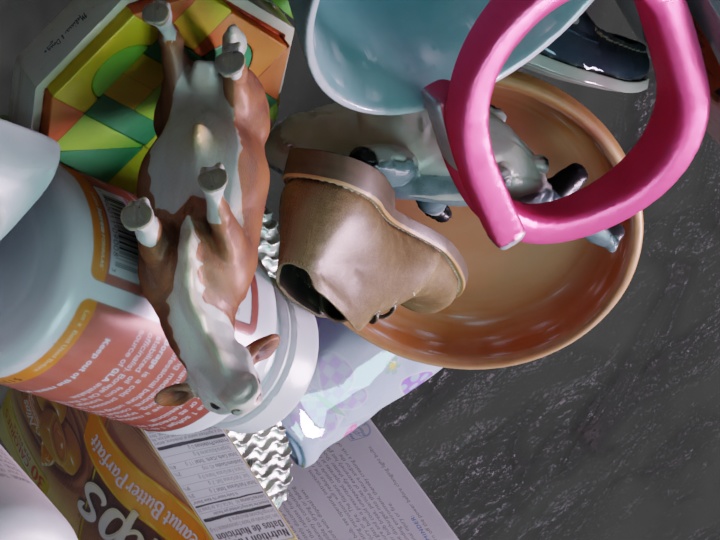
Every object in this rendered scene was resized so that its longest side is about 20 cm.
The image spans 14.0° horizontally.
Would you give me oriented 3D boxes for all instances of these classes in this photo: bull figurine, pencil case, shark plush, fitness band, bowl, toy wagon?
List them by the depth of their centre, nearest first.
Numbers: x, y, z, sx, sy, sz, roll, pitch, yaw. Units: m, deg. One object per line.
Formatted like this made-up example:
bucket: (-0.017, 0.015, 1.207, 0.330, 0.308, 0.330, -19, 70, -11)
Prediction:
bull figurine: (-0.076, -0.030, 1.394, 0.065, 0.200, 0.121, -4, 148, 3)
bowl: (0.033, -0.184, 1.441, 0.201, 0.105, 0.201, -27, 149, -18)
toy wagon: (-0.093, -0.095, 1.498, 0.155, 0.040, 0.200, -44, 150, 11)
fitness band: (0.109, -0.086, 1.499, 0.144, 0.037, 0.200, -32, 142, -6)
shark plush: (0.050, -0.059, 1.597, 0.200, 0.091, 0.083, 8, 143, -25)
pencil case: (0.020, 0.034, 1.752, 0.200, 0.083, 0.091, -35, 137, -6)

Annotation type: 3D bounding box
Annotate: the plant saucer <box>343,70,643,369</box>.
plant saucer: (0.059, -0.034, 1.652, 0.200, 0.037, 0.200, 3, 124, 5)

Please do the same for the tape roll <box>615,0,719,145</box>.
tape roll: (0.193, -0.148, 1.567, 0.066, 0.200, 0.200, -33, 150, -5)

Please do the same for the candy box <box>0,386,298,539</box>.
candy box: (-0.121, 0.115, 1.599, 0.055, 0.200, 0.115, -12, 142, -36)

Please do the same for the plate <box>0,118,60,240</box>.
plate: (-0.248, -0.001, 1.308, 0.200, 0.032, 0.200, -47, 149, 14)

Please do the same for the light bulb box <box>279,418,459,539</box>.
light bulb box: (-0.072, 0.218, 1.871, 0.200, 0.125, 0.198, -16, 144, -34)

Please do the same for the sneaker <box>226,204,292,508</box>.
sneaker: (-0.095, 0.041, 1.649, 0.070, 0.099, 0.200, -14, 113, -36)

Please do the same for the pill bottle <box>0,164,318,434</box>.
pill bottle: (-0.116, 0.021, 1.487, 0.112, 0.112, 0.200, -47, 140, 17)

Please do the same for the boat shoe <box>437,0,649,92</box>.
boat shoe: (0.088, -0.141, 1.593, 0.200, 0.075, 0.062, 11, 94, -38)

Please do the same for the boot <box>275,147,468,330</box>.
boot: (0.000, 0.000, 1.565, 0.200, 0.074, 0.076, 38, 64, -64)

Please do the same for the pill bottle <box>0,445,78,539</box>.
pill bottle: (-0.201, 0.142, 1.429, 0.114, 0.200, 0.114, -25, 136, -26)
